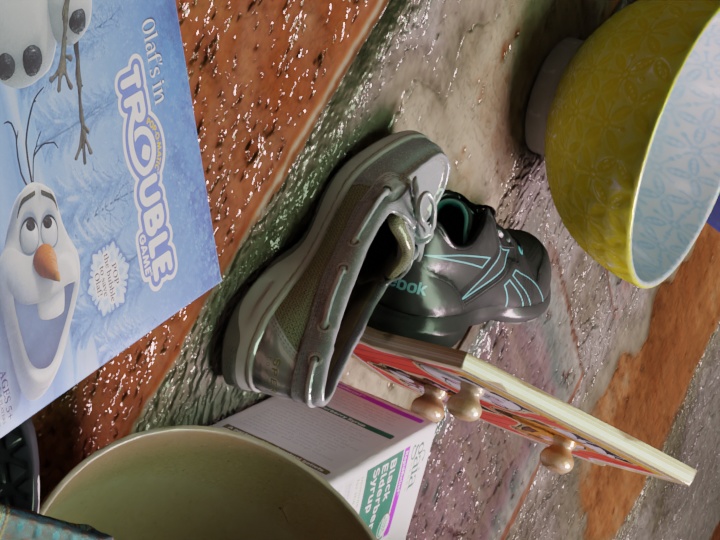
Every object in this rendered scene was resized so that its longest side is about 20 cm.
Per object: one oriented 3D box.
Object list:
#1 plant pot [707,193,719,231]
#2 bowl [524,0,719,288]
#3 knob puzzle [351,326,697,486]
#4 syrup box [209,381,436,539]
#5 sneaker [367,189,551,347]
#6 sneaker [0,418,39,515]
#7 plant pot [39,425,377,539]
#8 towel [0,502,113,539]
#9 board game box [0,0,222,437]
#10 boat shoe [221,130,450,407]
[{"bbox_3d":[0.304,-0.120,1.695,0.200,0.179,0.201,-40,146,-67],"label":"plant pot"},{"bbox_3d":[0.172,-0.099,1.538,0.200,0.107,0.201,-48,149,-41],"label":"bowl"},{"bbox_3d":[0.066,0.081,1.354,0.031,0.219,0.220,-67,159,-7],"label":"knob puzzle"},{"bbox_3d":[-0.039,0.124,1.272,0.200,0.081,0.079,-19,128,-61],"label":"syrup box"},{"bbox_3d":[0.070,-0.007,1.424,0.200,0.075,0.080,-23,128,-62],"label":"sneaker"},{"bbox_3d":[-0.184,0.142,0.992,0.083,0.071,0.201,-136,-120,-77],"label":"sneaker"},{"bbox_3d":[-0.094,0.189,1.099,0.200,0.200,0.134,-51,-172,-38],"label":"plant pot"},{"bbox_3d":[-0.194,0.179,0.926,0.146,0.022,0.201,22,90,-34],"label":"towel"},{"bbox_3d":[-0.131,-0.053,0.862,0.199,0.043,0.201,-39,126,-54],"label":"board game box"},{"bbox_3d":[0.000,-0.001,1.272,0.202,0.065,0.075,-49,151,-42],"label":"boat shoe"}]
